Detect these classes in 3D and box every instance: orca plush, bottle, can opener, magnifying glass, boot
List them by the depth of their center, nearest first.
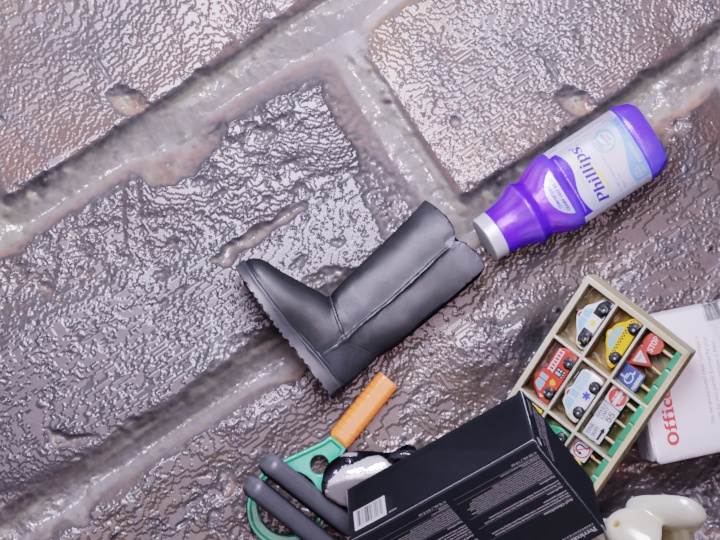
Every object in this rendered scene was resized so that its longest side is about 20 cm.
[{"bbox_3d":[-0.023,0.253,1.669,0.200,0.067,0.053,41,80,-20],"label":"can opener"},{"bbox_3d":[0.059,0.187,1.691,0.198,0.106,0.071,-9,43,-1],"label":"orca plush"},{"bbox_3d":[0.001,0.001,1.703,0.200,0.066,0.165,-39,98,-3],"label":"boot"},{"bbox_3d":[-0.035,0.185,1.710,0.079,0.022,0.200,40,83,-1],"label":"magnifying glass"},{"bbox_3d":[0.205,-0.084,1.727,0.199,0.065,0.084,-32,90,-6],"label":"bottle"}]

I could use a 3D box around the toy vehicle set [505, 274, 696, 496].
[{"bbox_3d":[0.218,0.122,1.678,0.124,0.026,0.201,37,107,18],"label":"toy vehicle set"}]

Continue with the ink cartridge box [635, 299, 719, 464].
[{"bbox_3d":[0.362,0.101,1.717,0.198,0.084,0.148,-10,87,-4],"label":"ink cartridge box"}]

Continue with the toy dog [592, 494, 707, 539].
[{"bbox_3d":[0.235,0.320,1.628,0.192,0.140,0.201,9,45,21],"label":"toy dog"}]

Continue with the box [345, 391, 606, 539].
[{"bbox_3d":[0.107,0.225,1.626,0.199,0.079,0.141,-30,120,14],"label":"box"}]
